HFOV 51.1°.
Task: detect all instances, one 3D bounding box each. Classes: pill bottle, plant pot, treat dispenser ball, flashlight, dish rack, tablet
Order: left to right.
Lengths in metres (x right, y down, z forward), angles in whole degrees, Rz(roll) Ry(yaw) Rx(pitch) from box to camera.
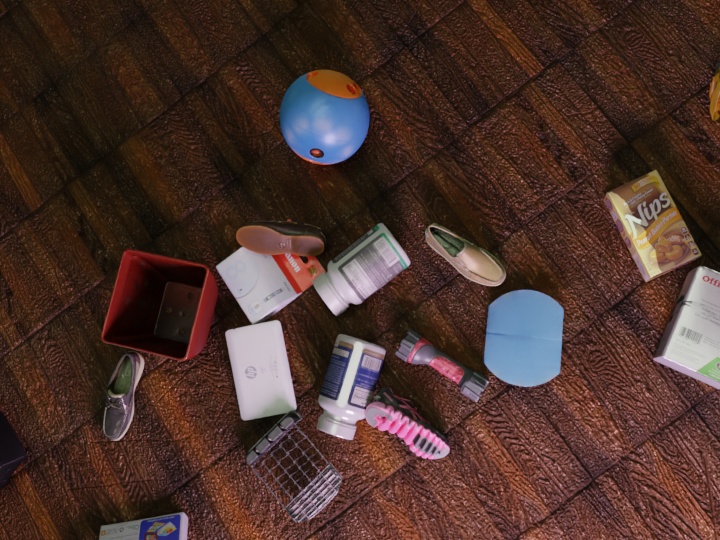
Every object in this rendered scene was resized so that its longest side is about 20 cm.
[{"bbox_3d":[-0.865,0.414,1.653,0.177,0.200,0.200,39,87,3],"label":"plant pot"},{"bbox_3d":[-0.413,0.083,1.640,0.197,0.176,0.203,11,83,11],"label":"plant pot"},{"bbox_3d":[-0.219,0.219,1.651,0.128,0.014,0.203,-11,88,7],"label":"tablet"},{"bbox_3d":[-0.138,0.420,1.599,0.153,0.055,0.200,-43,79,3],"label":"dish rack"},{"bbox_3d":[-0.078,-0.335,1.648,0.197,0.201,0.204,-2,80,9],"label":"treat dispenser ball"},{"bbox_3d":[-0.025,0.245,1.583,0.109,0.111,0.203,16,83,11],"label":"pill bottle"},{"bbox_3d":[0.000,0.000,1.622,0.199,0.113,0.114,-37,77,1],"label":"pill bottle"},{"bbox_3d":[0.171,0.203,1.582,0.199,0.068,0.068,33,85,14],"label":"flashlight"}]

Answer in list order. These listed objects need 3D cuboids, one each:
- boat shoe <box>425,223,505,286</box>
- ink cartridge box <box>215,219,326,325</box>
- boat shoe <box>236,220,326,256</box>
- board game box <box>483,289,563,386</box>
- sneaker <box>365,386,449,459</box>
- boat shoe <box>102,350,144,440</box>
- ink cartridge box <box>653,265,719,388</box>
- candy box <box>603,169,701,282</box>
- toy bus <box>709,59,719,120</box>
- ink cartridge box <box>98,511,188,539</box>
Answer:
[{"bbox_3d":[0.221,-0.033,1.611,0.198,0.076,0.072,31,86,13],"label":"boat shoe"},{"bbox_3d":[-0.201,0.001,1.687,0.199,0.047,0.161,-36,77,3],"label":"ink cartridge box"},{"bbox_3d":[-0.174,-0.075,1.672,0.197,0.071,0.071,9,123,-5],"label":"boat shoe"},{"bbox_3d":[0.343,0.144,1.582,0.155,0.039,0.203,3,76,15],"label":"board game box"},{"bbox_3d":[0.107,0.312,1.571,0.199,0.096,0.079,35,125,-6],"label":"sneaker"},{"bbox_3d":[-0.540,0.278,1.682,0.071,0.066,0.204,13,82,10],"label":"boat shoe"},{"bbox_3d":[0.698,0.114,1.505,0.144,0.084,0.202,24,84,12],"label":"ink cartridge box"},{"bbox_3d":[0.606,-0.093,1.571,0.114,0.055,0.202,-24,77,4],"label":"candy box"},{"bbox_3d":[0.815,-0.429,1.568,0.197,0.136,0.195,-13,65,9],"label":"toy bus"},{"bbox_3d":[-0.463,0.623,1.577,0.194,0.047,0.202,-10,51,6],"label":"ink cartridge box"}]
